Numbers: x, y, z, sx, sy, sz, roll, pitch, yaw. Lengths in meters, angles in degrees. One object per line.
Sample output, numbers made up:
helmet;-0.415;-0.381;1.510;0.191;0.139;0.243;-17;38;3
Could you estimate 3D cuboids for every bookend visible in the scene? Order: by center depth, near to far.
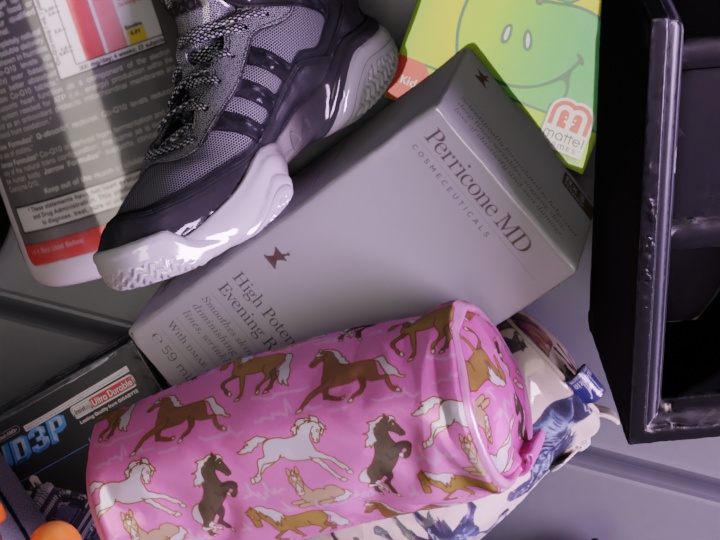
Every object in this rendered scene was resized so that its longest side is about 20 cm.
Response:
bookend;0.201;-0.040;0.789;0.198;0.092;0.200;-4;123;-4

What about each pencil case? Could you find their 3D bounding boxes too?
pencil case;-0.022;0.078;0.838;0.198;0.086;0.084;-19;56;21
pencil case;0.030;0.110;0.899;0.089;0.078;0.200;42;90;3

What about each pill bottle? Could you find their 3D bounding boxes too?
pill bottle;-0.130;-0.104;0.877;0.115;0.116;0.202;-16;100;11

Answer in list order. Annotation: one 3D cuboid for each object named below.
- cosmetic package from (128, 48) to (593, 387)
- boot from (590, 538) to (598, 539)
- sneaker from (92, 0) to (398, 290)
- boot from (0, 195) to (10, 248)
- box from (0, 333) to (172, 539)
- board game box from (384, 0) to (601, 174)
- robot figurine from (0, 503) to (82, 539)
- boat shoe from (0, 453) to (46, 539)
cosmetic package;0.000;0.000;0.878;0.199;0.074;0.102;-36;103;29
boot;0.033;0.212;0.950;0.161;0.073;0.200;15;102;10
sneaker;-0.067;-0.083;0.807;0.075;0.200;0.114;-13;116;43
boot;-0.285;-0.031;0.955;0.199;0.068;0.189;31;112;8
box;-0.151;0.143;0.968;0.199;0.046;0.160;-29;97;13
board game box;0.092;-0.158;0.870;0.101;0.048;0.202;21;104;3
robot figurine;-0.192;0.169;0.835;0.143;0.116;0.202;-23;87;44
boat shoe;-0.170;0.177;0.926;0.071;0.072;0.201;-29;87;21
